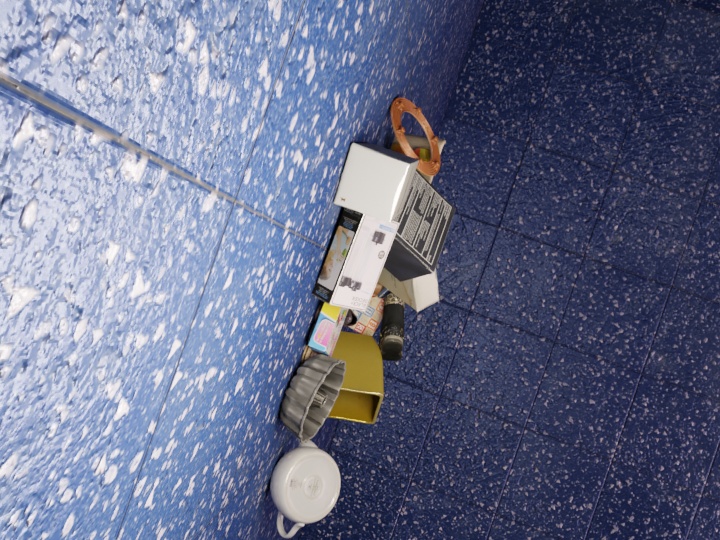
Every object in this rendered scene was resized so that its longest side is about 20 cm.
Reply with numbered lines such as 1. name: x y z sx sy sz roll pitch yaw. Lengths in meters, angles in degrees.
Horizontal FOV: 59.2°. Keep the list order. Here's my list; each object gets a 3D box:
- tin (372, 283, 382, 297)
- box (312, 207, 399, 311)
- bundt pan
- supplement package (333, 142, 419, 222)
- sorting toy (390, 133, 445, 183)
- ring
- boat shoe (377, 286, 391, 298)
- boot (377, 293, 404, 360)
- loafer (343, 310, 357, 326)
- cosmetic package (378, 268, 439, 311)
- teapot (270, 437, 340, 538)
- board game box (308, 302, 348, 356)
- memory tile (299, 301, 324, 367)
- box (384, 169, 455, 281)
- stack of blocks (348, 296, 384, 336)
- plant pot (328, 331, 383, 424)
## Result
1. tin: 0.035 -0.024 1.773 0.112 0.042 0.202 148 -51 -63
2. box: -0.008 -0.024 1.292 0.116 0.060 0.202 16 98 -48
3. bundt pan: -0.112 0.276 1.411 0.203 0.075 0.203 -58 162 -30
4. supplement package: 0.036 -0.176 1.238 0.200 0.116 0.118 -49 158 -74
5. sorting toy: 0.120 -0.261 1.654 0.036 0.185 0.202 20 92 -42
6. ring: 0.137 -0.320 1.502 0.019 0.201 0.201 -22 -155 32
7. boat shoe: 0.104 -0.010 1.779 0.200 0.072 0.072 -48 167 2
8. boot: 0.090 0.165 1.801 0.204 0.073 0.155 101 -5 -66
9. loafer: -0.042 0.119 1.711 0.200 0.062 0.072 63 46 -82
10. cosmetic package: 0.108 0.008 1.608 0.073 0.200 0.104 -25 124 -21
11. teapot: -0.158 0.550 1.635 0.199 0.199 0.146 -33 -167 -34
12. board game box: -0.058 0.093 1.446 0.153 0.040 0.202 83 27 -76
13. memory tile: -0.104 0.159 1.501 0.153 0.017 0.202 -37 146 -79
14. box: 0.096 -0.116 1.475 0.123 0.198 0.201 -18 -140 49
15. stack of blocks: 0.030 0.084 1.863 0.201 0.115 0.059 -61 175 9
16. plant pot: -0.033 0.285 1.766 0.195 0.194 0.201 101 -2 -53
